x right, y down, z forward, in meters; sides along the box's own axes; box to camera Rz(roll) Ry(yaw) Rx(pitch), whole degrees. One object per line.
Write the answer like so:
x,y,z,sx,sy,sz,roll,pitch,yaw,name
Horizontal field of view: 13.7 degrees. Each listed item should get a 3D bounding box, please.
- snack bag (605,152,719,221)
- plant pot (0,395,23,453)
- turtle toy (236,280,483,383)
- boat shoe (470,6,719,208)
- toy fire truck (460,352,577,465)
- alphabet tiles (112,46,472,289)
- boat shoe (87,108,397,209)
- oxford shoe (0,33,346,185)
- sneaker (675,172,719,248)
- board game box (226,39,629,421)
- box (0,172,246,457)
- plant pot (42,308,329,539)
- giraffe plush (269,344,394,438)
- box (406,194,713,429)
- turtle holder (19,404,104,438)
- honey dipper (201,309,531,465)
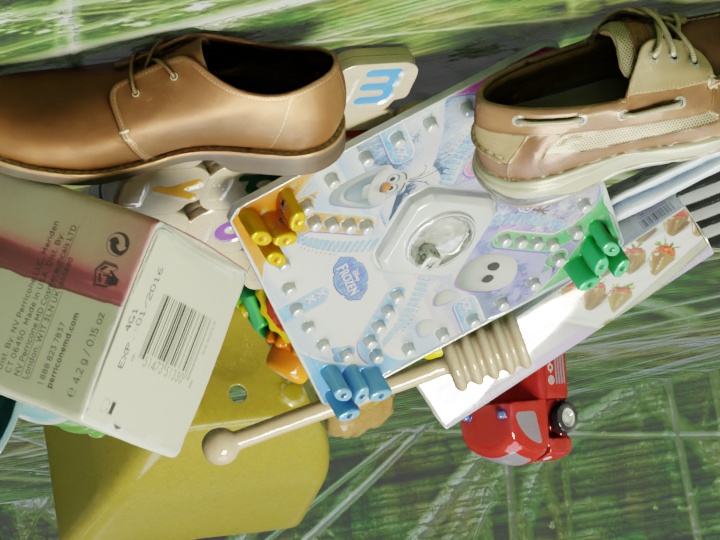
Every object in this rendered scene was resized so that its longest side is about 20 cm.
0.182,-0.059,1.841,0.188,0.021,0.200,-27,-178,18,snack bag
-0.301,0.039,1.738,0.200,0.200,0.188,-7,-173,-12,plant pot
0.000,0.000,1.799,0.200,0.146,0.101,-16,-168,34,turtle toy
0.150,-0.099,1.562,0.200,0.076,0.072,-24,133,-7,boat shoe
0.071,0.025,1.905,0.049,0.200,0.141,-7,175,43,toy fire truck
-0.042,-0.052,1.627,0.195,0.015,0.200,-5,145,-24,alphabet tiles
-0.056,-0.063,1.690,0.200,0.074,0.067,-15,161,-27,boat shoe
-0.105,-0.089,1.486,0.200,0.071,0.071,-4,141,-9,oxford shoe
0.306,-0.078,1.922,0.200,0.075,0.115,-14,-169,36,sneaker
0.045,-0.016,1.666,0.200,0.026,0.200,-28,142,-2,board game box
-0.181,0.007,1.543,0.200,0.109,0.128,19,175,22,box
-0.122,0.082,2.221,0.194,0.196,0.200,-5,163,-20,plant pot
0.030,0.011,1.994,0.162,0.173,0.200,-16,180,-14,giraffe plush
0.122,0.023,1.848,0.200,0.039,0.041,-34,-159,1,box
-0.183,0.028,1.913,0.132,0.141,0.185,18,167,-34,turtle holder
0.001,0.072,1.764,0.200,0.038,0.038,-19,172,-1,honey dipper
